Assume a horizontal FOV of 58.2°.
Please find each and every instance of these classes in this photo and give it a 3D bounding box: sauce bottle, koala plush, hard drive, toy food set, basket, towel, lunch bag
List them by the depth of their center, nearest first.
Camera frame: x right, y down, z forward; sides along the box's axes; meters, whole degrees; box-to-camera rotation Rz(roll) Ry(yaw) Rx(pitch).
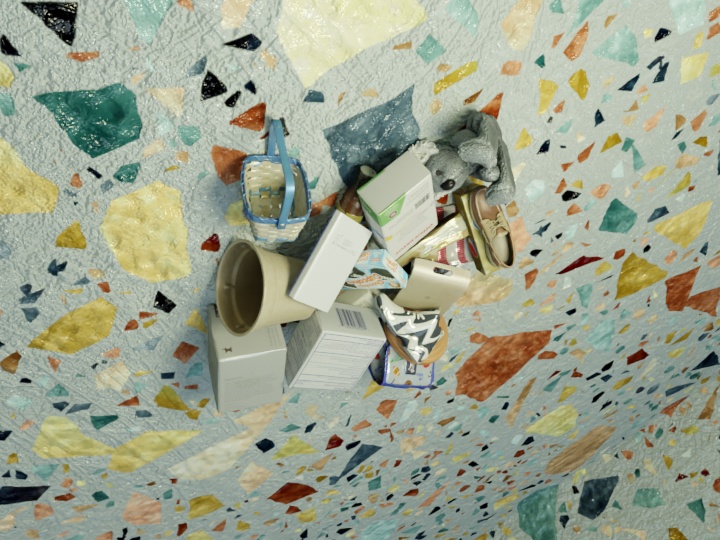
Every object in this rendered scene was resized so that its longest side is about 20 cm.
[{"bbox_3d":[-0.161,-0.158,1.241,0.135,0.180,0.202,0,143,-20],"label":"basket"},{"bbox_3d":[-0.062,-0.017,1.384,0.131,0.025,0.203,26,95,-55],"label":"hard drive"},{"bbox_3d":[0.212,-0.230,1.390,0.196,0.187,0.178,-20,133,26],"label":"koala plush"},{"bbox_3d":[-0.019,-0.133,1.415,0.064,0.067,0.202,7,130,-30],"label":"sauce bottle"},{"bbox_3d":[0.162,0.038,1.557,0.139,0.062,0.201,13,150,-11],"label":"toy food set"},{"bbox_3d":[0.232,-0.086,1.564,0.194,0.023,0.149,-10,104,-13],"label":"towel"},{"bbox_3d":[0.100,0.211,1.698,0.166,0.205,0.124,10,142,-31],"label":"lunch bag"}]

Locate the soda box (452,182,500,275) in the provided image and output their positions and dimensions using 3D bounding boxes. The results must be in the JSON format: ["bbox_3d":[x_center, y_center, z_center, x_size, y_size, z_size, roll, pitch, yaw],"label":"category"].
[{"bbox_3d":[0.282,-0.098,1.526,0.062,0.068,0.205,-21,106,-5],"label":"soda box"}]

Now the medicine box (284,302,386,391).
[{"bbox_3d":[-0.068,0.184,1.544,0.178,0.104,0.202,10,128,-33],"label":"medicine box"}]

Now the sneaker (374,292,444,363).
[{"bbox_3d":[0.129,0.109,1.562,0.129,0.079,0.201,-38,96,-9],"label":"sneaker"}]

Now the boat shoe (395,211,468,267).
[{"bbox_3d":[0.162,-0.054,1.502,0.197,0.074,0.067,-34,101,13],"label":"boat shoe"}]

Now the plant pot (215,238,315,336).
[{"bbox_3d":[-0.193,0.041,1.427,0.180,0.202,0.202,4,132,-43],"label":"plant pot"}]

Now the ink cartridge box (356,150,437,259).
[{"bbox_3d":[0.084,-0.134,1.399,0.144,0.084,0.201,-38,152,-9],"label":"ink cartridge box"}]

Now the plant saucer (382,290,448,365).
[{"bbox_3d":[0.147,0.141,1.665,0.195,0.206,0.032,7,151,-31],"label":"plant saucer"}]

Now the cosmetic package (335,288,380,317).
[{"bbox_3d":[-0.043,0.105,1.620,0.198,0.088,0.103,-35,136,12],"label":"cosmetic package"}]

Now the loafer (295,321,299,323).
[{"bbox_3d":[-0.124,0.065,1.553,0.071,0.073,0.199,11,146,-33],"label":"loafer"}]

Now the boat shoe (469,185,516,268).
[{"bbox_3d":[0.306,-0.096,1.458,0.074,0.072,0.204,-28,107,-5],"label":"boat shoe"}]

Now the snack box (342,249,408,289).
[{"bbox_3d":[0.000,0.000,1.493,0.195,0.038,0.116,-2,149,35],"label":"snack box"}]

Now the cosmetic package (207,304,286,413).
[{"bbox_3d":[-0.275,0.202,1.544,0.160,0.167,0.203,-7,136,-20],"label":"cosmetic package"}]

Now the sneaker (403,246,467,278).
[{"bbox_3d":[0.173,-0.020,1.609,0.199,0.077,0.113,-40,138,19],"label":"sneaker"}]
